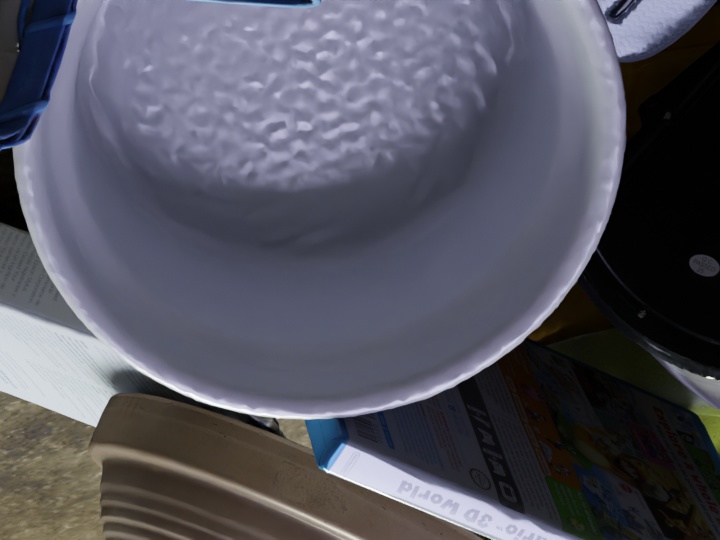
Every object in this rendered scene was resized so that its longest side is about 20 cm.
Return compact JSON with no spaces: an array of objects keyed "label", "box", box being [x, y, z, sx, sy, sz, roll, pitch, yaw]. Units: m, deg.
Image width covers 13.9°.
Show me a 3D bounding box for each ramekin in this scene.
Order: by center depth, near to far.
[{"label":"ramekin","box":[-0.017,-0.060,0.997,0.200,0.201,0.098,-12,-156,-1]}]

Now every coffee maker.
[{"label":"coffee maker","box":[0.196,-0.002,1.081,0.192,0.135,0.200,-30,146,11]}]

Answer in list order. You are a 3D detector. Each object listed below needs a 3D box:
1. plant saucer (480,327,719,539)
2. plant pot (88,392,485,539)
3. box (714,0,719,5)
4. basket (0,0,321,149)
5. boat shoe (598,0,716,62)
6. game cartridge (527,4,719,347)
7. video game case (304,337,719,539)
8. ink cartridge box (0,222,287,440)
[{"label":"plant saucer","box":[0.109,0.086,1.256,0.200,0.031,0.200,-10,150,-6]},{"label":"plant pot","box":[-0.033,0.135,1.240,0.201,0.093,0.201,23,167,6]},{"label":"box","box":[0.191,-0.088,1.261,0.200,0.040,0.137,-9,158,-11]},{"label":"basket","box":[-0.132,-0.107,0.841,0.200,0.139,0.176,11,175,34]},{"label":"boat shoe","box":[0.139,-0.156,1.018,0.072,0.062,0.200,38,117,-25]},{"label":"game cartridge","box":[0.140,-0.038,1.145,0.200,0.032,0.176,-12,145,-16]},{"label":"video game case","box":[0.061,0.063,1.091,0.200,0.143,0.018,24,113,-23]},{"label":"ink cartridge box","box":[-0.100,0.040,1.277,0.200,0.041,0.200,21,167,15]}]
